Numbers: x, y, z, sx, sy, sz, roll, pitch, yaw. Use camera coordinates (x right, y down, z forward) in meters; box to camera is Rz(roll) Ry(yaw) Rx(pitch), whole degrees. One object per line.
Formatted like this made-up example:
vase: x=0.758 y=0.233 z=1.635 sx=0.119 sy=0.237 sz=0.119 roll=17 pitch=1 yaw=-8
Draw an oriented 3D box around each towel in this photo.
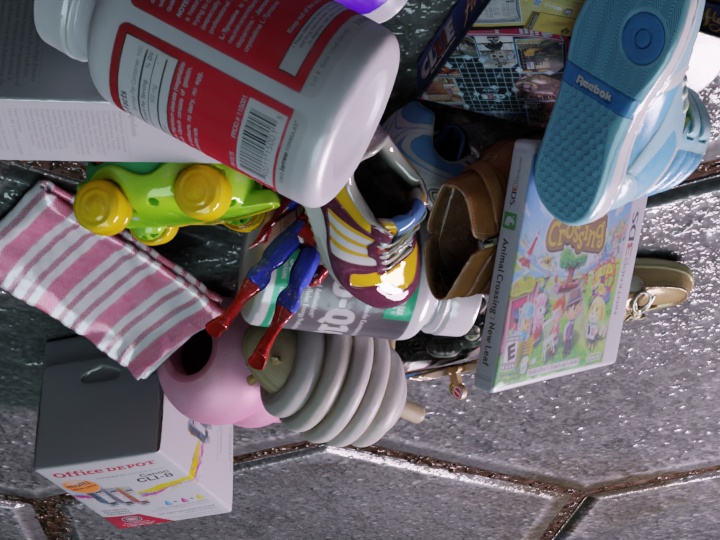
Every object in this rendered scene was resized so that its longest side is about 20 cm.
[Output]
towel: x=-0.235 y=0.013 z=1.035 sx=0.199 sy=0.030 sz=0.146 roll=36 pitch=133 yaw=-21

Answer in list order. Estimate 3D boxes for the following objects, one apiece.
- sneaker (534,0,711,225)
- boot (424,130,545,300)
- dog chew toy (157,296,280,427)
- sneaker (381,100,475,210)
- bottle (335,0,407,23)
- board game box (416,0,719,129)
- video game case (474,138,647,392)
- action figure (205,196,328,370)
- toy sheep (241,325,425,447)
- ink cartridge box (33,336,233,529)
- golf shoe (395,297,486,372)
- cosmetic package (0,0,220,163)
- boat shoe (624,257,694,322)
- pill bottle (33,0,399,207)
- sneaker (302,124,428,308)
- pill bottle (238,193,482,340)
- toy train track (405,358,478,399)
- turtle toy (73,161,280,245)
sneaker: x=0.200 y=-0.130 z=0.791 sx=0.129 sy=0.080 sz=0.202 roll=-15 pitch=139 yaw=-37
boot: x=0.104 y=-0.001 z=0.909 sx=0.073 sy=0.203 sz=0.154 roll=7 pitch=-157 yaw=34
dog chew toy: x=-0.116 y=0.103 z=1.177 sx=0.123 sy=0.127 sz=0.200 roll=-17 pitch=155 yaw=22
sneaker: x=0.076 y=-0.072 z=0.947 sx=0.073 sy=0.072 sz=0.199 roll=-48 pitch=146 yaw=8
bottle: x=-0.043 y=-0.215 z=0.682 sx=0.083 sy=0.066 sz=0.199 roll=-16 pitch=148 yaw=34
board game box: x=0.156 y=-0.155 z=0.838 sx=0.197 sy=0.035 sz=0.136 roll=10 pitch=147 yaw=-22
video game case: x=0.164 y=-0.006 z=0.909 sx=0.022 sy=0.185 sz=0.198 roll=16 pitch=-167 yaw=37
action figure: x=-0.048 y=-0.019 z=0.910 sx=0.065 sy=0.201 sz=0.052 roll=35 pitch=153 yaw=-4
toy sheep: x=-0.021 y=0.098 z=1.082 sx=0.198 sy=0.140 sz=0.138 roll=21 pitch=143 yaw=-21
ink cartridge box: x=-0.236 y=0.170 z=1.247 sx=0.143 sy=0.147 sz=0.201 roll=-10 pitch=149 yaw=13
golf shoe: x=0.044 y=0.079 z=1.193 sx=0.197 sy=0.078 sz=0.088 roll=-9 pitch=159 yaw=12
cosmetic package: x=-0.176 y=-0.132 z=0.780 sx=0.196 sy=0.103 sz=0.074 roll=2 pitch=151 yaw=-6
boat shoe: x=0.229 y=0.033 z=1.140 sx=0.197 sy=0.064 sz=0.074 roll=-3 pitch=150 yaw=0
pill bottle: x=-0.085 y=-0.129 z=0.683 sx=0.198 sy=0.113 sz=0.113 roll=28 pitch=150 yaw=8
sneaker: x=0.013 y=-0.032 z=0.848 sx=0.090 sy=0.075 sz=0.201 roll=26 pitch=157 yaw=41
pill bottle: x=0.000 y=0.000 z=1.010 sx=0.197 sy=0.115 sz=0.113 roll=6 pitch=149 yaw=-17
toy train track: x=0.072 y=0.118 z=1.203 sx=0.114 sy=0.033 sz=0.199 roll=-9 pitch=177 yaw=-40
turtle toy: x=-0.119 y=-0.082 z=0.866 sx=0.196 sy=0.103 sz=0.146 roll=-8 pitch=176 yaw=9
